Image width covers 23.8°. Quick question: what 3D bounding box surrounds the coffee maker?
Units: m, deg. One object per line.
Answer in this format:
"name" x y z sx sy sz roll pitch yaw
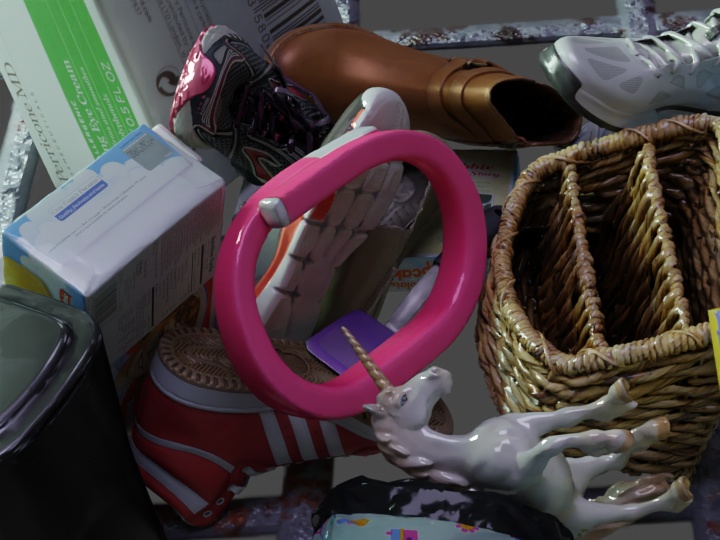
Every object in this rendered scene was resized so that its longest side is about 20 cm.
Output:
"coffee maker" -0.171 0.114 0.935 0.190 0.201 0.135 -1 46 7

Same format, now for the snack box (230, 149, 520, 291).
"snack box" 0.011 -0.037 1.205 0.198 0.037 0.117 1 44 10

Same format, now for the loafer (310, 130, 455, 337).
"loafer" -0.007 -0.016 1.119 0.075 0.068 0.201 28 76 18

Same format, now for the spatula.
"spatula" 0.043 0.012 1.087 0.056 0.021 0.200 36 52 14

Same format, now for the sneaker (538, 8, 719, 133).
"sneaker" 0.212 -0.150 1.108 0.199 0.116 0.076 3 47 -40

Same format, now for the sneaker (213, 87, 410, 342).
"sneaker" -0.046 -0.034 1.066 0.082 0.077 0.201 33 94 33

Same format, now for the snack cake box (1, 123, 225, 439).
"snack cake box" -0.145 0.026 1.005 0.067 0.201 0.115 34 54 18

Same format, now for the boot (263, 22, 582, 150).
"boot" 0.044 -0.122 1.201 0.199 0.077 0.155 14 4 -32

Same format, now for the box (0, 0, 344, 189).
"box" -0.144 -0.182 1.244 0.171 0.200 0.200 11 42 46

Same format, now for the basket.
"basket" 0.152 0.002 1.033 0.141 0.150 0.201 11 42 -8

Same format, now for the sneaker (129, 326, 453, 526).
"sneaker" -0.048 0.104 1.046 0.198 0.113 0.071 13 33 -23

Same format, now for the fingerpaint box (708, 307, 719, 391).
"fingerpaint box" 0.282 0.106 0.891 0.165 0.202 0.073 -9 -2 -2

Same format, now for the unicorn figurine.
"unicorn figurine" 0.093 0.101 0.930 0.137 0.200 0.074 -20 35 24

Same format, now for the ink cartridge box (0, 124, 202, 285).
"ink cartridge box" -0.189 0.022 1.084 0.045 0.177 0.200 39 57 15

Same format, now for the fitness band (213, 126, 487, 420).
"fitness band" 0.000 0.000 0.993 0.037 0.145 0.200 -1 26 48

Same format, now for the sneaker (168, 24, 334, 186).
"sneaker" -0.059 -0.101 1.122 0.074 0.200 0.081 21 87 24

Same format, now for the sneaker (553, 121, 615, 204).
"sneaker" 0.187 -0.093 1.222 0.086 0.075 0.200 9 34 43

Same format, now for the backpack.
"backpack" 0.027 0.206 0.864 0.165 0.127 0.201 5 46 9
